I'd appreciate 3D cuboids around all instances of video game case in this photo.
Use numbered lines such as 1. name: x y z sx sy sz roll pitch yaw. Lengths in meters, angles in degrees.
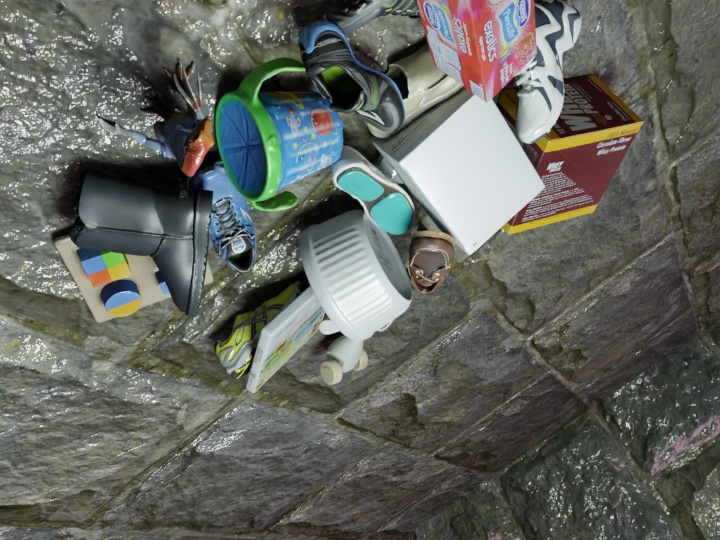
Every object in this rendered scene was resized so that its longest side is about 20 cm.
1. video game case: -0.118 0.102 1.177 0.200 0.023 0.183 -44 164 -42

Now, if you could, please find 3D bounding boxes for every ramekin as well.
1. ramekin: 0.000 0.000 1.057 0.104 0.201 0.200 -28 148 16

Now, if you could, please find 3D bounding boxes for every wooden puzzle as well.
1. wooden puzzle: -0.313 -0.003 0.962 0.184 0.046 0.201 -21 145 -15

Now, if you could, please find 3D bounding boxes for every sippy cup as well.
1. sippy cup: -0.097 -0.169 0.854 0.130 0.141 0.178 -21 172 -32

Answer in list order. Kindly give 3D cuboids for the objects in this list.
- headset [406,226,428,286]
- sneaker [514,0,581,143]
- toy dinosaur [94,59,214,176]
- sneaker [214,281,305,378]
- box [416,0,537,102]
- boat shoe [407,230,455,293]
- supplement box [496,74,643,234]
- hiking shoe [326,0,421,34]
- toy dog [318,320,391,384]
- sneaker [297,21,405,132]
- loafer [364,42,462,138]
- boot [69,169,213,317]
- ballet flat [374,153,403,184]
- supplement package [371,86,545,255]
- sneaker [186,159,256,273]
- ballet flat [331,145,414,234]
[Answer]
1. headset: 0.049 -0.002 1.209 0.200 0.094 0.124 -38 112 9
2. sneaker: 0.229 -0.291 0.949 0.129 0.079 0.201 9 105 -29
3. toy dinosaur: -0.184 -0.156 0.744 0.105 0.182 0.200 -39 146 12
4. sneaker: -0.174 0.090 1.165 0.200 0.076 0.075 -48 165 -11
5. box: 0.132 -0.304 0.768 0.095 0.100 0.200 -45 153 -4
6. boat shoe: 0.110 -0.009 1.051 0.070 0.071 0.200 8 169 9
7. supplement box: 0.321 -0.195 1.129 0.196 0.133 0.201 -15 143 -22
8. hiking shoe: 0.055 -0.330 0.803 0.199 0.076 0.101 -33 143 2
9. toy dog: -0.030 0.124 1.321 0.131 0.096 0.201 5 119 -53
10. sneaker: -0.011 -0.220 0.825 0.070 0.083 0.199 -14 156 29
11. loafer: 0.080 -0.261 0.910 0.200 0.076 0.068 -41 151 15
12. boot: -0.283 -0.032 0.872 0.167 0.077 0.201 7 128 -11
13. ballet flat: 0.116 -0.173 1.066 0.198 0.070 0.070 -5 139 -28
14. supplement package: 0.146 -0.157 0.988 0.156 0.111 0.200 -42 124 2
15. sneaker: -0.181 -0.070 0.940 0.078 0.089 0.201 -25 145 -9
16. ballet flat: 0.021 -0.122 0.982 0.069 0.070 0.200 -39 144 12
